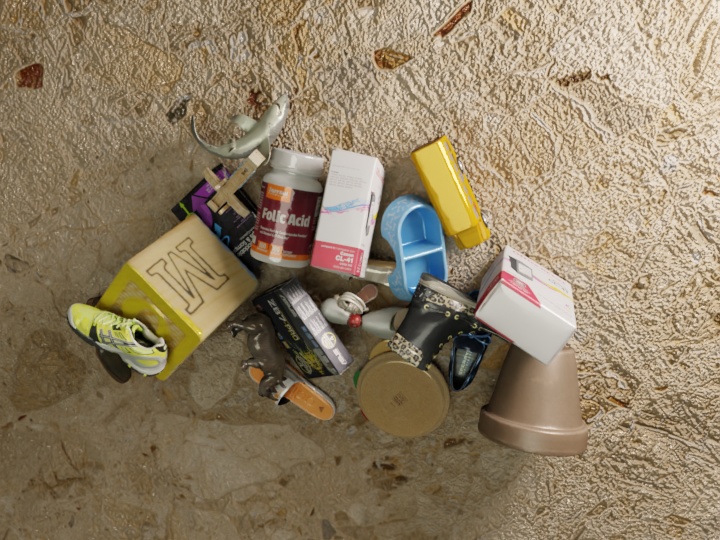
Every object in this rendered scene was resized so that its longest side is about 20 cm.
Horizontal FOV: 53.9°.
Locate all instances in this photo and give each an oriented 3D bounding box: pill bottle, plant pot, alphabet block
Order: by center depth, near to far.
[{"bbox_3d":[0.322,0.222,1.289,0.198,0.200,0.177,7,92,12],"label":"plant pot"},{"bbox_3d":[-0.131,-0.115,1.301,0.113,0.114,0.203,13,100,10],"label":"pill bottle"},{"bbox_3d":[-0.350,0.051,1.363,0.196,0.200,0.195,44,129,-3],"label":"alphabet block"}]

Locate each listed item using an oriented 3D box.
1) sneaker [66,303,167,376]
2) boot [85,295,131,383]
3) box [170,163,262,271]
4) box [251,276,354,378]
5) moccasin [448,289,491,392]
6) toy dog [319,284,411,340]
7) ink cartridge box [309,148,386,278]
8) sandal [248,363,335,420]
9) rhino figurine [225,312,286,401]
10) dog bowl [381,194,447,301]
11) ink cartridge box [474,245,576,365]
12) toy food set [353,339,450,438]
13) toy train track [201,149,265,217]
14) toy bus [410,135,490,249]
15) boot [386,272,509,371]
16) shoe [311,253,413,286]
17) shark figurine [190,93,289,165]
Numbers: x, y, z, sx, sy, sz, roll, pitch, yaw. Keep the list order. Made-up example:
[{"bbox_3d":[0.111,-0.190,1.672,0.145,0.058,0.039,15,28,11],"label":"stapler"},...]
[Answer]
[{"bbox_3d":[-0.431,0.108,1.275,0.199,0.076,0.077,29,123,-3],"label":"sneaker"},{"bbox_3d":[-0.519,0.148,1.535,0.096,0.075,0.202,-12,104,22],"label":"boot"},{"bbox_3d":[-0.261,-0.088,1.400,0.143,0.036,0.200,-37,98,24],"label":"box"},{"bbox_3d":[-0.114,0.116,1.384,0.201,0.049,0.161,56,149,-8],"label":"box"},{"bbox_3d":[0.212,0.139,1.335,0.079,0.068,0.203,10,109,12],"label":"moccasin"},{"bbox_3d":[0.033,0.076,1.347,0.199,0.097,0.132,29,145,-13],"label":"toy dog"},{"bbox_3d":[-0.020,-0.093,1.237,0.085,0.148,0.203,13,89,8],"label":"ink cartridge box"},{"bbox_3d":[-0.145,0.253,1.479,0.205,0.059,0.080,31,114,3],"label":"sandal"},{"bbox_3d":[-0.196,0.175,1.413,0.086,0.060,0.202,-19,107,-4],"label":"rhino figurine"},{"bbox_3d":[0.103,-0.034,1.281,0.110,0.049,0.203,-16,108,-21],"label":"dog bowl"},{"bbox_3d":[0.281,0.052,1.205,0.147,0.200,0.086,32,114,1],"label":"ink cartridge box"},{"bbox_3d":[0.081,0.247,1.422,0.199,0.049,0.199,32,114,2],"label":"toy food set"},{"bbox_3d":[-0.235,-0.155,1.290,0.115,0.033,0.200,46,137,-9],"label":"toy train track"},{"bbox_3d":[0.160,-0.132,1.246,0.065,0.078,0.202,-22,102,21],"label":"toy bus"},{"bbox_3d":[0.160,0.115,1.265,0.202,0.073,0.155,30,94,-8],"label":"boot"},{"bbox_3d":[0.000,0.000,1.339,0.197,0.070,0.054,9,92,10],"label":"shoe"},{"bbox_3d":[-0.215,-0.232,1.306,0.212,0.089,0.130,-11,78,18],"label":"shark figurine"}]
